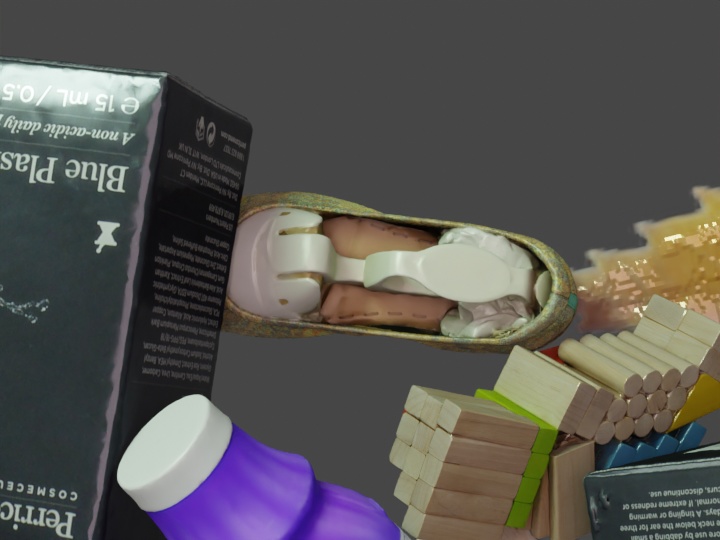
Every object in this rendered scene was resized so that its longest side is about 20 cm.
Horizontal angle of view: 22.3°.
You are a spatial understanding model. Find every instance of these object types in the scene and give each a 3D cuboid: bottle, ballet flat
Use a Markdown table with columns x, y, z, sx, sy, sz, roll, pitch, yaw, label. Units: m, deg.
| x | y | z | sx | sy | sz | roll | pitch | yaw | label |
| --- | --- | --- | --- | --- | --- | --- | --- | --- | --- |
| -0.013 | 0.131 | 0.729 | 0.084 | 0.065 | 0.200 | -44 | 114 | -5 | bottle |
| 0.000 | 0.000 | 0.821 | 0.200 | 0.071 | 0.071 | 7 | 86 | 0 | ballet flat |

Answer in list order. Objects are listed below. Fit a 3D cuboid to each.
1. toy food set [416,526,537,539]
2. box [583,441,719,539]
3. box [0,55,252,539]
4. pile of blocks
| x | y | z | sx | sy | sz | roll | pitch | yaw | label |
| --- | --- | --- | --- | --- | --- | --- | --- | --- | --- |
| 0.062 | 0.215 | 0.810 | 0.143 | 0.060 | 0.200 | -36 | 88 | -2 | toy food set |
| 0.191 | 0.167 | 0.760 | 0.148 | 0.104 | 0.200 | -8 | 86 | -43 | box |
| -0.167 | 0.012 | 0.775 | 0.197 | 0.117 | 0.200 | 7 | 87 | 14 | box |
| 0.090 | 0.066 | 0.810 | 0.200 | 0.062 | 0.082 | -15 | 116 | -29 | pile of blocks |
